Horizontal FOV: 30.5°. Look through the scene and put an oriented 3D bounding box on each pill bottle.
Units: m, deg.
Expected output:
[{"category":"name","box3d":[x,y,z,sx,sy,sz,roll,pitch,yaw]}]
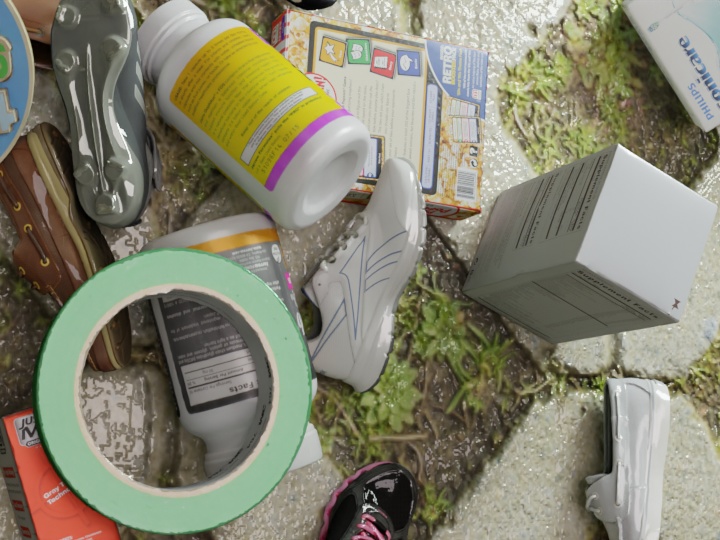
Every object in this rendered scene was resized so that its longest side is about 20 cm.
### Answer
[{"category":"pill bottle","box3d":[-0.093,-0.131,1.063,0.200,0.105,0.104,42,66,17]},{"category":"pill bottle","box3d":[-0.100,0.064,1.053,0.115,0.116,0.203,-15,88,-24]}]

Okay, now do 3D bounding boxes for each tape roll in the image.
[{"category":"tape roll","box3d":[-0.135,0.086,0.954,0.198,0.048,0.203,2,84,-18]}]

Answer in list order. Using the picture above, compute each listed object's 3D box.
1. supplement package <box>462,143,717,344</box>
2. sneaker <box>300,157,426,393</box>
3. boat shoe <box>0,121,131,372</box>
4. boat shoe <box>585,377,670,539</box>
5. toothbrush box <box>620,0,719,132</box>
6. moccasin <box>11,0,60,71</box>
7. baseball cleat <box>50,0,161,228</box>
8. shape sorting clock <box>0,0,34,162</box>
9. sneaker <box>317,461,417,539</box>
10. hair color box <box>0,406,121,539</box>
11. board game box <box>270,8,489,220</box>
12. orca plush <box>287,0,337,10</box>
[{"category":"supplement package","box3d":[0.194,-0.016,1.144,0.113,0.200,0.111,28,72,-17]},{"category":"sneaker","box3d":[0.000,0.000,1.111,0.086,0.074,0.202,16,93,-11]},{"category":"boat shoe","box3d":[-0.236,-0.012,1.038,0.067,0.072,0.202,-21,89,4]},{"category":"boat shoe","box3d":[0.239,0.197,1.208,0.068,0.072,0.203,8,85,0]},{"category":"toothbrush box","box3d":[0.372,-0.251,1.266,0.199,0.085,0.147,-34,96,12]},{"category":"moccasin","box3d":[-0.303,-0.181,1.032,0.199,0.073,0.079,0,74,-33]},{"category":"baseball cleat","box3d":[-0.199,-0.134,1.047,0.069,0.106,0.203,0,92,7]},{"category":"shape sorting clock","box3d":[-0.342,-0.147,0.974,0.197,0.039,0.202,-4,116,-8]},{"category":"sneaker","box3d":[-0.009,0.242,1.077,0.079,0.095,0.201,41,68,-10]},{"category":"hair color box","box3d":[-0.218,0.199,0.990,0.061,0.101,0.202,-17,89,-23]},{"category":"board game box","box3d":[0.015,-0.135,1.169,0.198,0.046,0.154,8,79,-22]},{"category":"orca plush","box3d":[-0.098,-0.303,1.133,0.071,0.106,0.201,-27,123,13]}]
